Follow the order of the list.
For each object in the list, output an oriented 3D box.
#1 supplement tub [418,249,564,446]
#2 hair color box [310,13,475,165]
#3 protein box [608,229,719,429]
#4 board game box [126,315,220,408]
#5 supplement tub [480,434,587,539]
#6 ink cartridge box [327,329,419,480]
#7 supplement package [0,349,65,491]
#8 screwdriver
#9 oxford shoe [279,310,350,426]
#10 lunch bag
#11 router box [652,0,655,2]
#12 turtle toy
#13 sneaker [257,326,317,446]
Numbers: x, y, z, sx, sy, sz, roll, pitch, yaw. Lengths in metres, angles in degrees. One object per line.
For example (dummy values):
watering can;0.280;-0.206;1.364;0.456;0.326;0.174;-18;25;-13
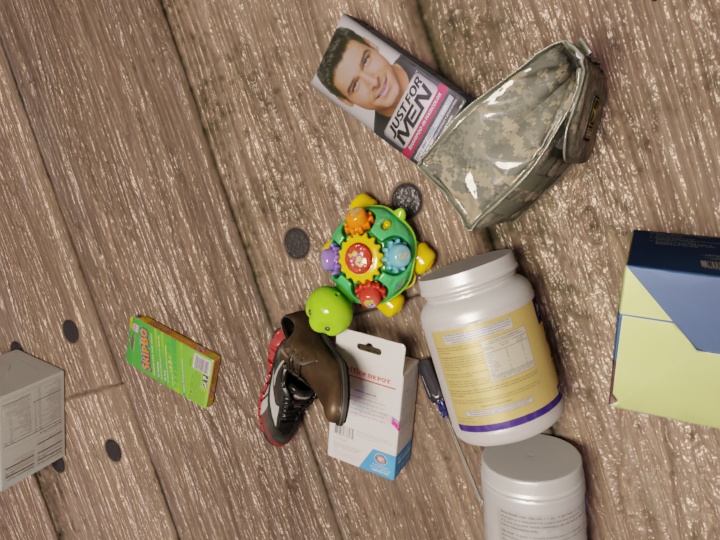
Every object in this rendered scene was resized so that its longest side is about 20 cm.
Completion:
supplement tub;0.156;0.091;0.741;0.142;0.145;0.206;-15;95;29
hair color box;0.040;-0.228;0.776;0.199;0.060;0.100;39;116;15
protein box;0.358;0.051;0.594;0.193;0.199;0.139;8;105;25
board game box;-0.339;0.158;1.080;0.196;0.030;0.098;22;110;19
supplement tub;0.222;0.330;0.769;0.128;0.131;0.206;0;102;27
ink cartridge box;0.020;0.180;0.875;0.112;0.067;0.206;12;107;25
supplement package;-0.717;0.300;1.237;0.148;0.150;0.206;15;108;22
screwdriver;0.119;0.213;0.811;0.029;0.027;0.204;-38;57;37
oxford shoe;-0.068;0.132;0.823;0.201;0.082;0.074;-122;39;-49
lunch bag;0.186;-0.149;0.659;0.200;0.163;0.118;-46;75;28
router box;0.284;-0.416;0.613;0.199;0.049;0.181;42;116;13
turtle toy;0.000;0.000;0.814;0.145;0.101;0.202;39;107;14
sneaker;-0.109;0.192;0.928;0.098;0.069;0.206;35;119;52
